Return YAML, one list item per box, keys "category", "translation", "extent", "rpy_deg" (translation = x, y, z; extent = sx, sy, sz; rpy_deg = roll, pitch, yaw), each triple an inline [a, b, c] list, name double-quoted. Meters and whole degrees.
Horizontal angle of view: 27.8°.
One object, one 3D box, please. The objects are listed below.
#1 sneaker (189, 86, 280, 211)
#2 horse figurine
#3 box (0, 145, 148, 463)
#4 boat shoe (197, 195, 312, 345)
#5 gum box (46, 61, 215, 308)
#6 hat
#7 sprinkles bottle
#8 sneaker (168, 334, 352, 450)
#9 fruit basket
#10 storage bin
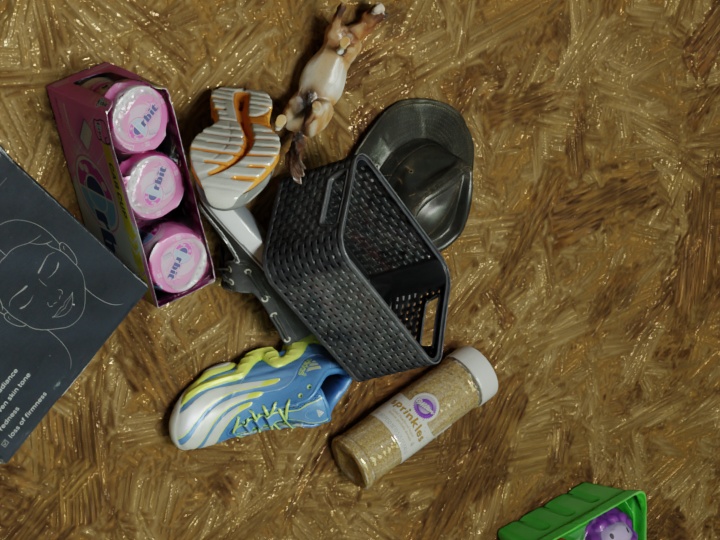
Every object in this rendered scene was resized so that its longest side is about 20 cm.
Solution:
- category: "sneaker"
  translation: [-0.112, -0.098, 1.319]
  extent: [0.078, 0.200, 0.078]
  rpy_deg: [10, 118, -2]
- category: "horse figurine"
  translation: [-0.035, -0.182, 1.401]
  extent: [0.050, 0.133, 0.201]
  rpy_deg: [25, 90, 2]
- category: "box"
  translation: [-0.324, 0.017, 1.218]
  extent: [0.200, 0.124, 0.197]
  rpy_deg: [-51, 132, -11]
- category: "boat shoe"
  translation: [-0.108, 0.000, 1.431]
  extent: [0.066, 0.070, 0.200]
  rpy_deg: [-36, 125, 4]
- category: "gum box"
  translation: [-0.203, -0.081, 1.285]
  extent: [0.066, 0.113, 0.201]
  rpy_deg: [-27, 122, -28]
- category: "hat"
  translation: [0.069, -0.078, 1.530]
  extent: [0.200, 0.081, 0.202]
  rpy_deg: [-14, 114, -34]
- category: "sprinkles bottle"
  translation: [0.062, 0.163, 1.625]
  extent: [0.199, 0.068, 0.069]
  rpy_deg: [-34, 125, -24]
- category: "sneaker"
  translation: [-0.092, 0.128, 1.461]
  extent: [0.199, 0.105, 0.076]
  rpy_deg: [-32, 124, -26]
- category: "fruit basket"
  translation: [0.296, 0.379, 1.811]
  extent: [0.215, 0.215, 0.157]
  rpy_deg: [-22, 120, -31]
- category: "storage bin"
  translation: [0.000, 0.000, 1.436]
  extent: [0.200, 0.093, 0.136]
  rpy_deg: [52, 35, -38]
